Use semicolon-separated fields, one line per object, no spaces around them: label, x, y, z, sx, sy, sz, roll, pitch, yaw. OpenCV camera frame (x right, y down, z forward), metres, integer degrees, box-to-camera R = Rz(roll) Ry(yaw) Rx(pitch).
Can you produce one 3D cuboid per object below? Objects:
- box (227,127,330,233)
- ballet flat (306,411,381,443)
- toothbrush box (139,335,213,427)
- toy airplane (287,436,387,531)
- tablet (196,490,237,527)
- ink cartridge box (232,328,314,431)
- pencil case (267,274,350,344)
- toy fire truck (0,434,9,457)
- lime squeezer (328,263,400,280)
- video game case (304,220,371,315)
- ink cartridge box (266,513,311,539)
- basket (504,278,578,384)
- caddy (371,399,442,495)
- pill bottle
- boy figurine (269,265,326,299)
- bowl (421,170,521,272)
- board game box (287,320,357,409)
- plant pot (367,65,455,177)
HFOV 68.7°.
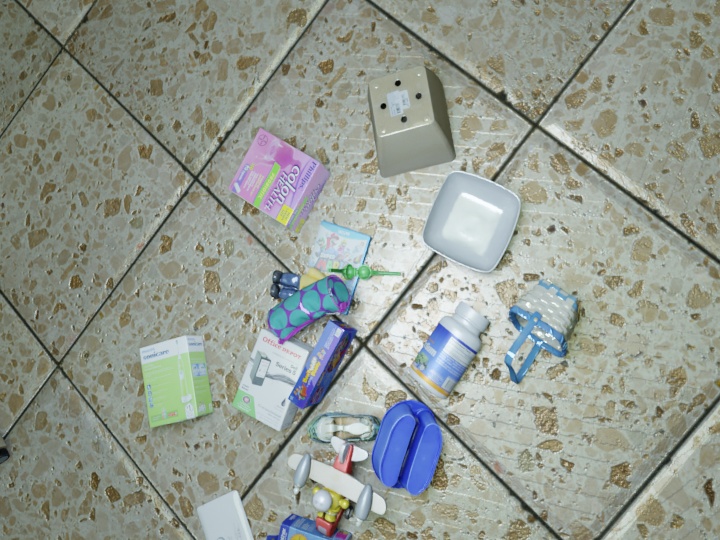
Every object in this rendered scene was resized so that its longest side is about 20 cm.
box;-0.208;-0.229;1.355;0.197;0.097;0.179;31;91;15
ballet flat;-0.044;0.374;1.257;0.193;0.074;0.077;-9;81;13
toothbrush box;-0.477;0.286;1.370;0.141;0.086;0.207;-15;81;12
toy airplane;-0.057;0.482;1.181;0.197;0.140;0.204;-31;81;24
tablet;-0.330;0.675;1.325;0.127;0.014;0.205;-25;78;11
ink cartridge box;-0.209;0.264;1.303;0.142;0.084;0.206;21;89;16
pencil case;-0.122;0.090;1.227;0.196;0.084;0.095;-29;65;23
toy fire truck;-1.118;0.523;1.448;0.176;0.200;0.129;-43;76;6
lime squeezer;0.000;0.000;1.277;0.194;0.070;0.039;4;72;-28
video game case;-0.066;-0.008;1.333;0.139;0.018;0.206;18;88;16
ink cartridge box;-0.130;0.672;1.243;0.193;0.076;0.141;10;86;17
basket;0.376;0.138;1.129;0.137;0.177;0.203;28;77;30
caddy;0.105;0.402;1.200;0.137;0.105;0.206;20;88;-9
pill bottle;0.204;0.176;1.194;0.111;0.112;0.203;34;92;15
boy figurine;-0.124;0.055;1.300;0.193;0.064;0.129;10;83;18
bowl;0.260;-0.110;1.232;0.196;0.074;0.205;25;90;17
board game box;-0.086;0.220;1.251;0.044;0.134;0.204;28;90;15
plant pot;0.110;-0.364;1.247;0.193;0.177;0.207;-11;81;12
